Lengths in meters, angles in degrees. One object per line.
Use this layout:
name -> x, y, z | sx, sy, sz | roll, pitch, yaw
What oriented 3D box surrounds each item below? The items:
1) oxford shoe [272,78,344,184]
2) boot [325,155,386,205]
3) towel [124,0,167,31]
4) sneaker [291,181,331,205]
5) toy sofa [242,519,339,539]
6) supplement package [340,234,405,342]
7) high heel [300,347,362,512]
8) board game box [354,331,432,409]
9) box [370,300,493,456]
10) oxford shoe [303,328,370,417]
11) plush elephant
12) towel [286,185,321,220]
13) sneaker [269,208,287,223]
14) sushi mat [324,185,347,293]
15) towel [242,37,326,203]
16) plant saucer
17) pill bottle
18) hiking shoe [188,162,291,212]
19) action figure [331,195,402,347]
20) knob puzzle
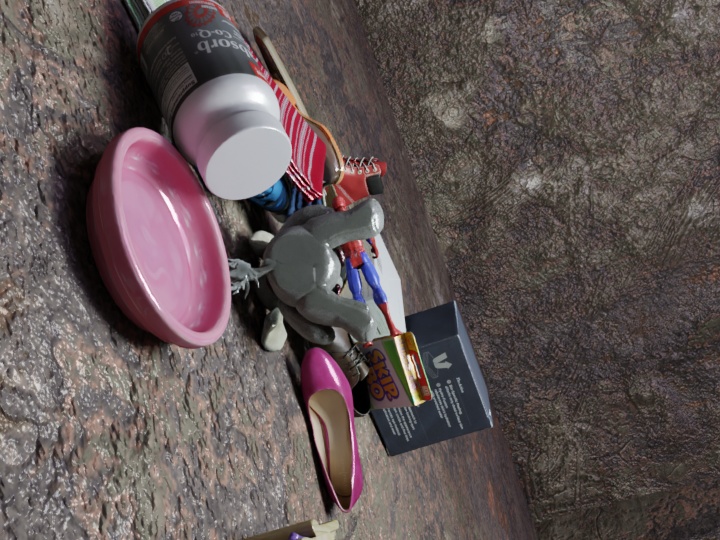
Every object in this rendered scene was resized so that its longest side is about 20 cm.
oxford shoe -> -0.103, -0.197, 1.133 | 0.200, 0.072, 0.072 | 47, 44, 16
boot -> -0.033, -0.199, 1.377 | 0.201, 0.141, 0.074 | 57, 21, -46
towel -> -0.246, -0.354, 0.916 | 0.202, 0.030, 0.152 | -87, 157, -58
sneaker -> -0.084, -0.141, 1.198 | 0.077, 0.087, 0.205 | 2, 71, -76
toy sofa -> -0.052, 0.342, 0.704 | 0.097, 0.081, 0.205 | 25, 49, -66
supplement package -> 0.000, 0.045, 1.264 | 0.203, 0.108, 0.158 | -94, 162, -49
high heel -> -0.039, 0.206, 0.987 | 0.096, 0.065, 0.206 | -97, 179, -74
board game box -> 0.019, 0.147, 1.082 | 0.030, 0.198, 0.098 | -18, 90, -40
box -> 0.108, 0.190, 1.338 | 0.118, 0.195, 0.200 | -83, 153, -62
oxford shoe -> -0.023, 0.111, 1.044 | 0.073, 0.083, 0.204 | -42, 126, -43
plush elephant -> -0.073, 0.011, 0.937 | 0.155, 0.194, 0.170 | 132, -44, -79
towel -> -0.067, -0.015, 1.080 | 0.113, 0.047, 0.204 | -91, 176, -56
sneaker -> -0.123, -0.167, 1.054 | 0.077, 0.080, 0.204 | -122, -169, -77
sushi mat -> -0.043, -0.048, 1.206 | 0.012, 0.097, 0.202 | 13, 30, -23
towel -> -0.108, -0.197, 0.989 | 0.201, 0.022, 0.146 | 51, 24, -31
plant saucer -> -0.184, -0.025, 0.696 | 0.200, 0.050, 0.206 | -18, 91, -78
pill bottle -> -0.150, -0.178, 0.791 | 0.202, 0.115, 0.116 | 60, 5, 29
hiking shoe -> -0.153, -0.116, 0.936 | 0.200, 0.073, 0.089 | 43, 38, -48
action figure -> 0.000, 0.000, 1.036 | 0.099, 0.064, 0.205 | 57, 15, -80
knob puzzle -> -0.134, -0.302, 1.229 | 0.223, 0.030, 0.220 | 61, -3, 6
